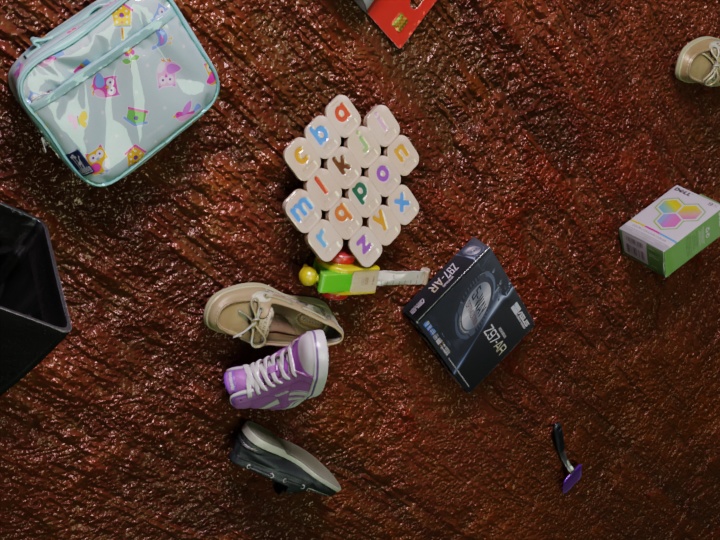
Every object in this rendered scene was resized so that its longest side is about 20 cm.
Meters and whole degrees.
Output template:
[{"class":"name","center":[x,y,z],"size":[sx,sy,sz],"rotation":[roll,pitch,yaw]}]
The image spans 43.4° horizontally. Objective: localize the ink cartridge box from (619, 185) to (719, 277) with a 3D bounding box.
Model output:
[{"class":"ink cartridge box","center":[0.549,-0.083,1.543],"size":[0.198,0.104,0.060],"rotation":[-33,129,-15]}]

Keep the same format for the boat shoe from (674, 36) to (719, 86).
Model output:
[{"class":"boat shoe","center":[0.593,-0.335,1.470],"size":[0.197,0.063,0.075],"rotation":[-5,116,-32]}]

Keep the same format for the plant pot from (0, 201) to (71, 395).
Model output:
[{"class":"plant pot","center":[-0.427,0.036,0.889],"size":[0.198,0.201,0.179],"rotation":[26,109,-40]}]

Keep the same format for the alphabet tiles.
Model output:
[{"class":"alphabet tiles","center":[-0.010,-0.113,1.169],"size":[0.200,0.015,0.197],"rotation":[-47,117,-17]}]

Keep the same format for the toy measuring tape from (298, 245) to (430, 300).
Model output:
[{"class":"toy measuring tape","center":[0.000,0.000,1.233],"size":[0.196,0.073,0.075],"rotation":[-3,115,-32]}]

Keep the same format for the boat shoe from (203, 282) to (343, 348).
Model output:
[{"class":"boat shoe","center":[-0.111,0.064,1.194],"size":[0.197,0.063,0.075],"rotation":[4,112,-35]}]

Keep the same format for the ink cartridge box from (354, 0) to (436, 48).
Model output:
[{"class":"ink cartridge box","center":[0.046,-0.386,1.081],"size":[0.199,0.050,0.163],"rotation":[38,90,-37]}]

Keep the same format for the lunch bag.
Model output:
[{"class":"lunch bag","center":[-0.259,-0.197,0.949],"size":[0.199,0.077,0.162],"rotation":[-39,129,-11]}]

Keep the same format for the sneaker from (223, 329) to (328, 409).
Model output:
[{"class":"sneaker","center":[-0.115,0.138,1.172],"size":[0.112,0.074,0.201],"rotation":[1,151,-25]}]

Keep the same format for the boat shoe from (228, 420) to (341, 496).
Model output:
[{"class":"boat shoe","center":[-0.110,0.289,1.303],"size":[0.066,0.074,0.199],"rotation":[-50,130,2]}]

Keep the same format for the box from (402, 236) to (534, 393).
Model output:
[{"class":"box","center":[0.172,0.073,1.404],"size":[0.160,0.043,0.201],"rotation":[-43,130,-8]}]

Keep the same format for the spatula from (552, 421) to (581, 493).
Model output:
[{"class":"spatula","center":[0.386,0.353,1.708],"size":[0.056,0.020,0.202],"rotation":[-39,128,-19]}]
